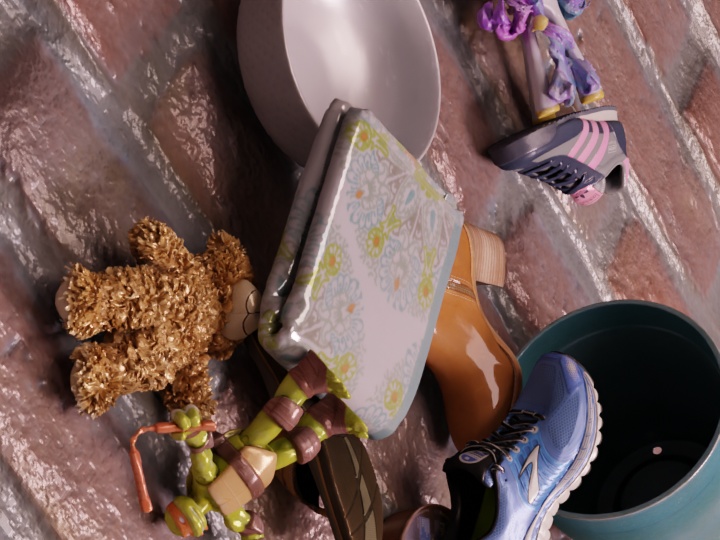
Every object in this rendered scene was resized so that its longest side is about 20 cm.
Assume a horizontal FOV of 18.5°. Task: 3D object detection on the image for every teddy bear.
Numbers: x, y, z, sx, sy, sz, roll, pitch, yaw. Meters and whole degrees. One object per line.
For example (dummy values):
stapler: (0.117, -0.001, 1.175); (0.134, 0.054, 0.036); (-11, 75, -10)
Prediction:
teddy bear: (-0.129, 0.034, 1.485); (0.200, 0.067, 0.145); (12, 70, -52)

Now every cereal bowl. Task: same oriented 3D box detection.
cereal bowl: (-0.028, -0.159, 1.681); (0.200, 0.083, 0.200); (25, 58, -49)

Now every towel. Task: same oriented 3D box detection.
towel: (0.000, 0.000, 1.583); (0.171, 0.048, 0.200); (42, 58, -49)

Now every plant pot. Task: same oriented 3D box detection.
plant pot: (0.233, 0.158, 1.845); (0.188, 0.200, 0.200); (54, 38, -50)

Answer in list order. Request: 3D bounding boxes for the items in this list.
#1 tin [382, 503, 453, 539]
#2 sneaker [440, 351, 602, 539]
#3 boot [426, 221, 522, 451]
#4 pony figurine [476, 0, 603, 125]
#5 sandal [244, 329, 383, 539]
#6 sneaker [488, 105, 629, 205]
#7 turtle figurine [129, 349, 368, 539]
tin: (0.052, 0.278, 1.671); (0.112, 0.042, 0.200); (17, 64, -46)
sneaker: (0.118, 0.149, 1.689); (0.089, 0.078, 0.200); (36, 67, -33)
boot: (0.052, 0.050, 1.728); (0.155, 0.077, 0.200); (9, 81, -45)
pony figurine: (0.147, -0.234, 1.920); (0.193, 0.166, 0.200); (-6, 78, -87)
sandal: (-0.041, 0.125, 1.589); (0.200, 0.055, 0.082); (62, 21, 6)
sneaker: (0.186, -0.096, 1.966); (0.200, 0.070, 0.082); (-16, 88, -54)
turtle figurine: (-0.073, 0.137, 1.496); (0.161, 0.064, 0.200); (-38, 127, -14)
